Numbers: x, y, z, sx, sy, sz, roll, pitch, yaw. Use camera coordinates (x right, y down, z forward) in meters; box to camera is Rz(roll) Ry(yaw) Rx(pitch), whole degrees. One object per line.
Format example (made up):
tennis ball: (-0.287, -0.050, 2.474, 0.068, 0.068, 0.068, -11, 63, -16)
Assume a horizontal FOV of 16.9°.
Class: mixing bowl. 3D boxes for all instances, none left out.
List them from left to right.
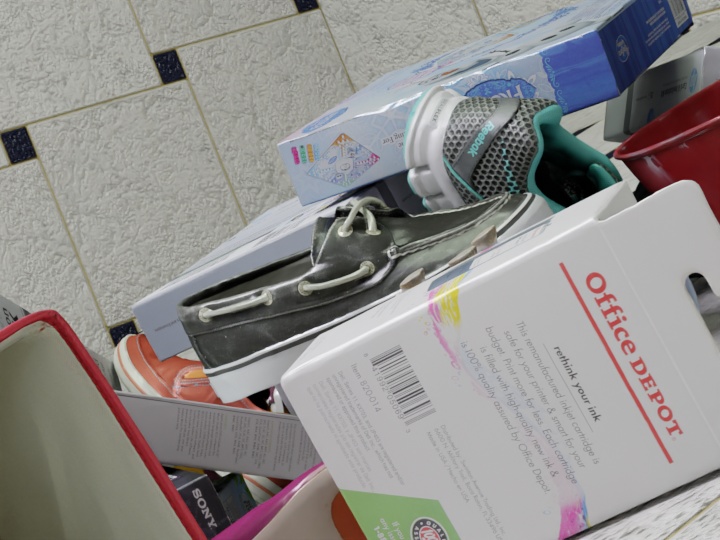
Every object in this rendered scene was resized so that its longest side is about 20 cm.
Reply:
mixing bowl: (0.242, -0.061, 1.241, 0.200, 0.109, 0.200, -29, 6, 3)

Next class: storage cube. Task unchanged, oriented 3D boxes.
storage cube: (-0.177, 0.149, 0.980, 0.171, 0.200, 0.180, -34, 1, -42)

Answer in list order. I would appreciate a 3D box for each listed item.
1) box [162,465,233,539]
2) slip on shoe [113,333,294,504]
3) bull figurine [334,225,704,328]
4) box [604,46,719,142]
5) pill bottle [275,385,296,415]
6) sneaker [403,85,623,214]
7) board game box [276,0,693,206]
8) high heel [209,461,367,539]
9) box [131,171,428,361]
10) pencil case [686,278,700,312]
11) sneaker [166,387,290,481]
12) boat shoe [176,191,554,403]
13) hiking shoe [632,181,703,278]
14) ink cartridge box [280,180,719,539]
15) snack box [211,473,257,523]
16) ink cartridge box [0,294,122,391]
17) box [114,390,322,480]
box: (-0.152, 0.143, 1.210, 0.143, 0.036, 0.200, -28, 7, -16)
slip on shoe: (-0.084, 0.082, 1.462, 0.061, 0.074, 0.200, -54, 38, -2)
bull figurine: (0.069, 0.047, 1.122, 0.065, 0.122, 0.200, -38, 4, -42)
box: (0.248, -0.096, 1.455, 0.155, 0.041, 0.200, 6, -4, -10)
pill bottle: (0.045, 0.024, 1.482, 0.200, 0.112, 0.111, -30, 5, -17)
sneaker: (0.107, -0.020, 1.269, 0.091, 0.200, 0.078, -5, 51, 42)
board game box: (0.077, -0.108, 1.403, 0.199, 0.043, 0.200, -18, 10, 24)
high heel: (-0.036, 0.126, 1.120, 0.200, 0.068, 0.096, -32, 13, -7)
box: (-0.027, -0.020, 1.448, 0.156, 0.041, 0.200, -24, 8, 27)
pencil case: (0.081, 0.043, 1.232, 0.200, 0.091, 0.083, -24, 25, 52)
sneaker: (-0.061, 0.098, 1.541, 0.200, 0.075, 0.090, -32, 2, -26)
boat shoe: (0.000, 0.000, 1.218, 0.200, 0.064, 0.071, -26, 11, 14)
hiking shoe: (0.155, -0.011, 1.422, 0.200, 0.075, 0.087, -31, 6, -26)
ink cartridge box: (0.082, 0.043, 1.012, 0.200, 0.117, 0.067, -27, 6, 22)
snack box: (-0.156, 0.186, 1.294, 0.200, 0.053, 0.142, -26, 4, 19)
ink cartridge box: (-0.203, 0.103, 1.404, 0.083, 0.147, 0.200, -24, -25, 13)
box: (-0.102, 0.082, 1.260, 0.200, 0.036, 0.144, 11, -5, -29)
